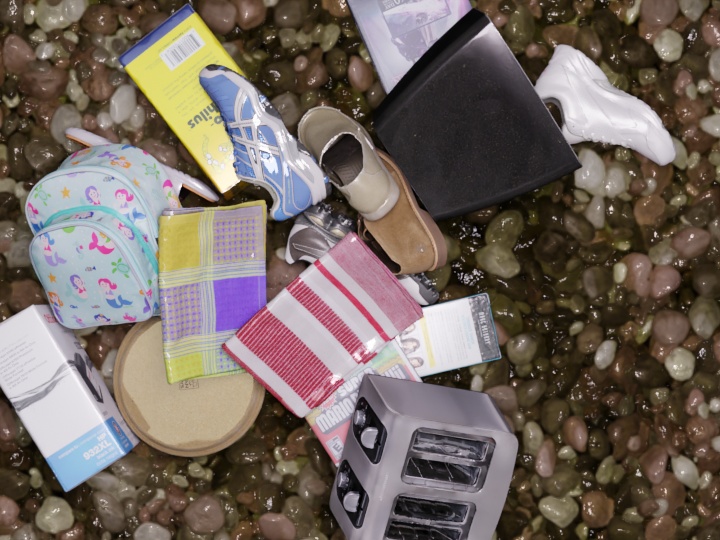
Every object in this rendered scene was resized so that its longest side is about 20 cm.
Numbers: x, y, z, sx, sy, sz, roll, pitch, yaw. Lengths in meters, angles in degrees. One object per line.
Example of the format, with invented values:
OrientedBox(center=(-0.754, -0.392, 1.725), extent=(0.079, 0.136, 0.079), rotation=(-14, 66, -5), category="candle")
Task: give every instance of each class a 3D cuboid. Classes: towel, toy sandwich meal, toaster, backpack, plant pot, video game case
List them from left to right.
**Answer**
OrientedBox(center=(-0.287, -0.037, 1.388), extent=(0.176, 0.151, 0.202), rotation=(-6, 112, 25), category="backpack")
OrientedBox(center=(-0.200, 0.123, 1.468), extent=(0.203, 0.070, 0.207), rotation=(0, 93, -1), category="toy sandwich meal")
OrientedBox(center=(-0.163, 0.022, 1.372), extent=(0.143, 0.023, 0.202), rotation=(-4, 98, -39), category="towel")
OrientedBox(center=(-0.041, 0.066, 1.388), extent=(0.200, 0.023, 0.144), rotation=(-41, 119, 6), category="towel")
OrientedBox(center=(-0.021, 0.113, 1.446), extent=(0.142, 0.017, 0.201), rotation=(-32, 96, 0), category="video game case")
OrientedBox(center=(0.077, -0.293, 1.515), extent=(0.142, 0.019, 0.201), rotation=(-23, 89, -3), category="video game case")
OrientedBox(center=(0.078, 0.232, 1.407), extent=(0.198, 0.119, 0.182), rotation=(11, 107, -16), category="toaster")
OrientedBox(center=(0.122, -0.169, 1.423), extent=(0.177, 0.200, 0.201), rotation=(-34, 101, 9), category="plant pot")

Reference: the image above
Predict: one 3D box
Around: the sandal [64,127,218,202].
OrientedBox(center=(-0.269, -0.110, 1.468), extent=(0.205, 0.079, 0.060), rotation=(23, 89, 7), category="sandal")

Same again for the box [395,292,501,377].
OrientedBox(center=(0.066, 0.089, 1.487), extent=(0.198, 0.049, 0.083), rotation=(-13, 90, -3), category="box")

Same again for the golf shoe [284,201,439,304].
OrientedBox(center=(0.000, 0.000, 1.481), extent=(0.199, 0.078, 0.095), rotation=(32, 97, 6), category="golf shoe")

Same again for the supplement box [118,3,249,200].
OrientedBox(center=(-0.182, -0.198, 1.453), extent=(0.109, 0.109, 0.200), rotation=(-38, 91, -3), category="supplement box")

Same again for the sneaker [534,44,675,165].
OrientedBox(center=(0.296, -0.183, 1.502), extent=(0.200, 0.078, 0.100), rotation=(40, 93, 8), category="sneaker")

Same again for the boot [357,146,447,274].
OrientedBox(center=(0.022, -0.075, 1.440), extent=(0.075, 0.074, 0.201), rotation=(-17, 55, -25), category="boot")

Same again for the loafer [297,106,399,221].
OrientedBox(center=(-0.021, -0.141, 1.433), extent=(0.076, 0.068, 0.200), rotation=(-42, 48, 4), category="loafer")

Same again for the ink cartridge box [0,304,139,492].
OrientedBox(center=(-0.350, 0.143, 1.417), extent=(0.083, 0.145, 0.201), rotation=(-32, 90, -3), category="ink cartridge box")

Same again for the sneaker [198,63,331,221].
OrientedBox(center=(-0.119, -0.145, 1.363), extent=(0.077, 0.076, 0.200), rotation=(-40, 91, -7), category="sneaker")
